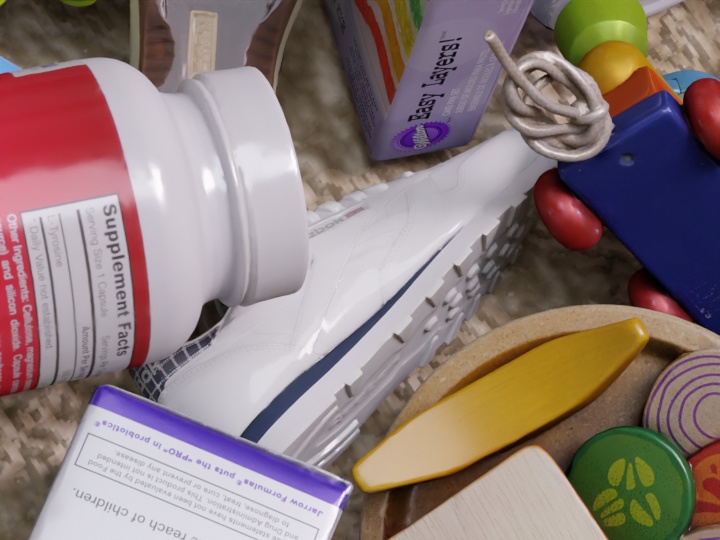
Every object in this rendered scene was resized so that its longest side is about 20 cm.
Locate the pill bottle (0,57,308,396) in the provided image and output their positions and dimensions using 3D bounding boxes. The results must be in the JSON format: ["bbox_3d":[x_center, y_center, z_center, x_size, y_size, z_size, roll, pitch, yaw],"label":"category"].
[{"bbox_3d":[-0.125,-0.013,0.896,0.200,0.112,0.112,-12,73,-17],"label":"pill bottle"}]

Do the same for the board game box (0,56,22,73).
[{"bbox_3d":[-0.233,-0.024,0.968,0.196,0.056,0.200,31,67,1],"label":"board game box"}]

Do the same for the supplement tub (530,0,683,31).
[{"bbox_3d":[0.087,-0.211,1.069,0.122,0.123,0.200,-21,77,-18],"label":"supplement tub"}]

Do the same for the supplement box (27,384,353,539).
[{"bbox_3d":[-0.090,0.159,0.907,0.103,0.101,0.200,22,67,-3],"label":"supplement box"}]

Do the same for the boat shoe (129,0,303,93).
[{"bbox_3d":[-0.061,-0.102,1.013,0.075,0.075,0.203,13,81,-8],"label":"boat shoe"}]

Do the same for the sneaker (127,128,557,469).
[{"bbox_3d":[0.000,0.000,1.004,0.080,0.076,0.200,38,63,20],"label":"sneaker"}]

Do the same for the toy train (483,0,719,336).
[{"bbox_3d":[0.100,-0.069,0.990,0.200,0.085,0.116,43,24,-37],"label":"toy train"}]

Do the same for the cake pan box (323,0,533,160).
[{"bbox_3d":[0.015,-0.171,1.001,0.052,0.184,0.200,-10,69,-16],"label":"cake pan box"}]

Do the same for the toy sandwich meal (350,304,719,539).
[{"bbox_3d":[0.081,0.107,0.948,0.205,0.070,0.205,-1,86,10],"label":"toy sandwich meal"}]

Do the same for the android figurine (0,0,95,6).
[{"bbox_3d":[-0.160,-0.178,1.020,0.182,0.041,0.200,36,48,3],"label":"android figurine"}]
